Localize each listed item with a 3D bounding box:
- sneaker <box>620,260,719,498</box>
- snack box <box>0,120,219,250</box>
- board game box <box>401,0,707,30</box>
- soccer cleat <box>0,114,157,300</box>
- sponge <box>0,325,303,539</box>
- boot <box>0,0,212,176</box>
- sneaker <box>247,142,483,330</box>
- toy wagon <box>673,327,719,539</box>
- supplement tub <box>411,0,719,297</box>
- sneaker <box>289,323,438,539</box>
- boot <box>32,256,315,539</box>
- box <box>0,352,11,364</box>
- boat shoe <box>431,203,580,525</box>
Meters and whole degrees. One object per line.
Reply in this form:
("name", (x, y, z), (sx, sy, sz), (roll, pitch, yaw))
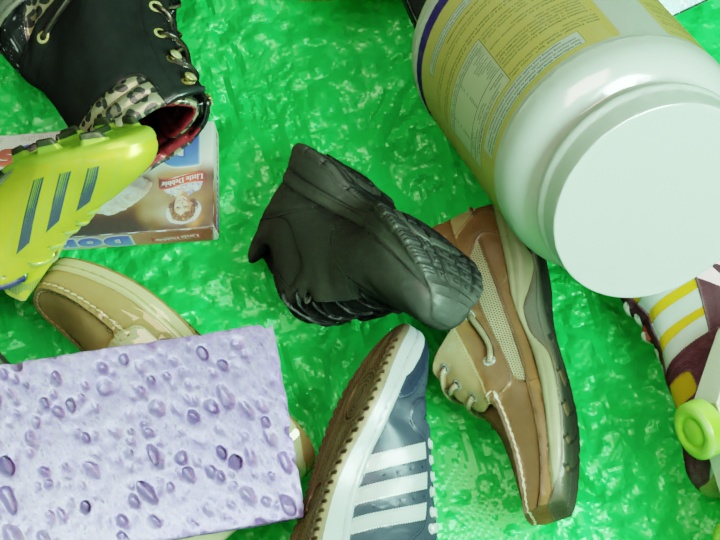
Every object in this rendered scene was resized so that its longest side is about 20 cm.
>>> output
("sneaker", (0.190, 0.032, 1.439), (0.090, 0.075, 0.200), (-1, 73, 29))
("snack box", (-0.186, -0.049, 1.527), (0.200, 0.024, 0.072), (-4, 69, 5))
("board game box", (0.120, -0.194, 1.507), (0.200, 0.028, 0.135), (-25, 104, -3))
("soccer cleat", (-0.191, -0.030, 1.453), (0.200, 0.065, 0.084), (-21, 93, 28))
("sponge", (-0.134, 0.098, 1.365), (0.200, 0.030, 0.112), (-8, 81, -24))
("boot", (-0.117, -0.156, 1.517), (0.204, 0.073, 0.154), (-36, 58, 1))
("sneaker", (0.000, 0.000, 1.435), (0.091, 0.076, 0.200), (-56, 32, 4))
("toy wagon", (0.256, 0.116, 1.380), (0.155, 0.040, 0.200), (-22, 97, -29))
("supplement tub", (0.126, -0.090, 1.399), (0.145, 0.145, 0.200), (-27, 39, -3))
("sneaker", (0.027, 0.136, 1.404), (0.108, 0.070, 0.200), (25, 66, -12))
("boot", (-0.147, 0.098, 1.433), (0.200, 0.073, 0.155), (39, 65, 11))
("box", (-0.288, 0.077, 1.441), (0.200, 0.046, 0.159), (44, 109, 23))
("boat shoe", (0.080, 0.053, 1.441), (0.074, 0.076, 0.200), (-12, 62, 8))
